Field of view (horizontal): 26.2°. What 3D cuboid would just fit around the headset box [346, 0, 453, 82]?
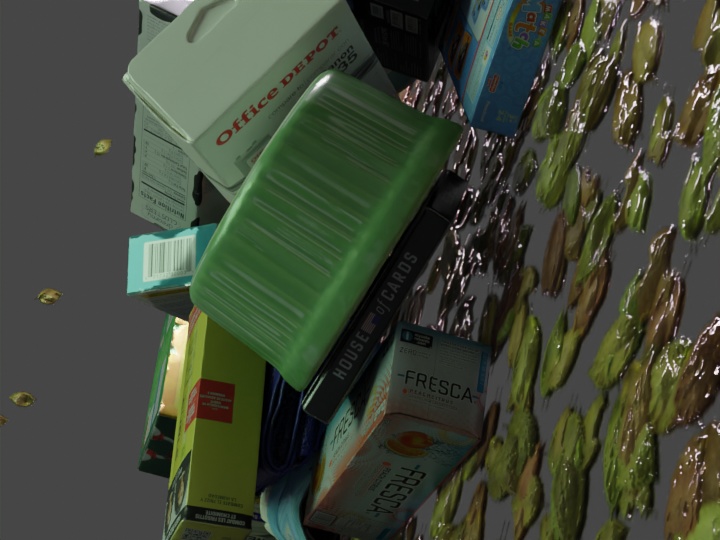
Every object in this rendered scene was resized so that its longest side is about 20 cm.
[{"bbox_3d":[0.044,-0.269,1.166,0.174,0.092,0.201,71,-141,-82],"label":"headset box"}]

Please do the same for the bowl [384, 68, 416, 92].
[{"bbox_3d":[-0.007,-0.218,1.333,0.201,0.200,0.105,116,146,-48],"label":"bowl"}]

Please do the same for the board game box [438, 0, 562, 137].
[{"bbox_3d":[0.100,-0.194,1.061,0.200,0.036,0.152,-100,26,-67],"label":"board game box"}]

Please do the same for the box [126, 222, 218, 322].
[{"bbox_3d":[-0.099,0.017,1.246,0.200,0.082,0.049,31,-125,-60],"label":"box"}]

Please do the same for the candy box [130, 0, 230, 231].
[{"bbox_3d":[-0.100,-0.146,1.221,0.168,0.071,0.200,-41,-30,-43],"label":"candy box"}]

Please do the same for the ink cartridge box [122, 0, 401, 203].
[{"bbox_3d":[-0.060,-0.120,1.103,0.147,0.083,0.200,-44,-25,-3],"label":"ink cartridge box"}]

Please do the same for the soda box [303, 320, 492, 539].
[{"bbox_3d":[0.020,0.110,0.996,0.200,0.063,0.069,122,161,-58],"label":"soda box"}]

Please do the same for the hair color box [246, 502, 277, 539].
[{"bbox_3d":[-0.098,0.194,1.409,0.200,0.109,0.065,-86,14,-47],"label":"hair color box"}]

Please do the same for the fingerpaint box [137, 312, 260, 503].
[{"bbox_3d":[-0.097,0.107,1.356,0.200,0.166,0.073,-90,20,-53],"label":"fingerpaint box"}]

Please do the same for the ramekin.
[{"bbox_3d":[-0.026,-0.032,0.997,0.200,0.098,0.200,-58,0,0],"label":"ramekin"}]

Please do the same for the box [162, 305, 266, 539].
[{"bbox_3d":[-0.100,0.102,1.082,0.075,0.050,0.201,122,157,-53],"label":"box"}]

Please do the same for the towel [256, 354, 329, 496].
[{"bbox_3d":[-0.066,0.096,1.160,0.200,0.049,0.148,139,142,-67],"label":"towel"}]

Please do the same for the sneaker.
[{"bbox_3d":[-0.015,0.132,1.206,0.090,0.078,0.201,32,112,62],"label":"sneaker"}]

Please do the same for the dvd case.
[{"bbox_3d":[0.020,0.011,1.028,0.151,0.025,0.200,-59,0,12],"label":"dvd case"}]
